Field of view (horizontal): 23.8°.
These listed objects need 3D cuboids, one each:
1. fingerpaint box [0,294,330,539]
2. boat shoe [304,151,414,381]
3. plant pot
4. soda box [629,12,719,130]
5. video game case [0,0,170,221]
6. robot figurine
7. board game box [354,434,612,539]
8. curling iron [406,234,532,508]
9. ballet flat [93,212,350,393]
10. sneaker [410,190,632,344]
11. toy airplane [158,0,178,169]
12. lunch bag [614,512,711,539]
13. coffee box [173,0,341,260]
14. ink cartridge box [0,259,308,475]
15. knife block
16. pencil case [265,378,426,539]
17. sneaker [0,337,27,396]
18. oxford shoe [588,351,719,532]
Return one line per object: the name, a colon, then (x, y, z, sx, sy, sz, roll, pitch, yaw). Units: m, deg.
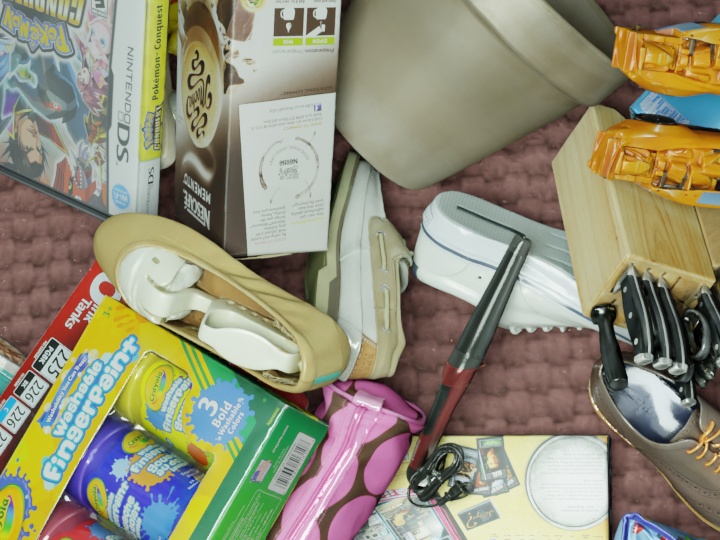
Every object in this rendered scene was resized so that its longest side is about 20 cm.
fingerpaint box: (-0.145, 0.144, 1.129, 0.167, 0.073, 0.200, 29, 86, 29)
boat shoe: (0.000, 0.000, 1.205, 0.068, 0.075, 0.200, 16, 47, -9)
plant pot: (0.064, -0.157, 1.199, 0.173, 0.200, 0.200, -41, 74, 19)
soda box: (0.280, -0.157, 1.202, 0.200, 0.068, 0.064, -45, 77, 1)
video game case: (-0.218, -0.141, 1.229, 0.200, 0.025, 0.181, 23, 119, 33)
robot figurine: (0.256, -0.099, 1.133, 0.199, 0.058, 0.146, 5, 107, -16)
board game box: (0.076, 0.184, 1.202, 0.199, 0.035, 0.136, -1, 80, 11)
curling iron: (0.078, 0.071, 1.172, 0.049, 0.026, 0.201, 22, 96, 24)
ballet flat: (-0.100, 0.019, 1.106, 0.199, 0.063, 0.069, 24, 115, 17)
sneaker: (0.130, 0.012, 1.210, 0.199, 0.073, 0.071, 26, 127, 4)
toy airplane: (-0.155, -0.188, 1.276, 0.199, 0.141, 0.201, 29, 100, 50)
lunch bag: (0.188, 0.266, 1.104, 0.094, 0.151, 0.201, 16, 84, 14)
coffee box: (-0.072, -0.120, 1.160, 0.080, 0.113, 0.201, -5, 109, -24)
ink cartridge box: (-0.165, 0.119, 1.238, 0.175, 0.084, 0.200, 34, 88, 15)
knife block: (0.177, -0.006, 1.145, 0.200, 0.175, 0.064, 45, 131, 15)
pencil case: (-0.034, 0.165, 1.162, 0.091, 0.094, 0.201, 28, 90, 20)
sneaker: (-0.336, 0.066, 1.291, 0.199, 0.071, 0.080, 21, 87, 24)
oxford shoe: (0.235, 0.127, 1.159, 0.200, 0.073, 0.071, 35, 88, 15)
